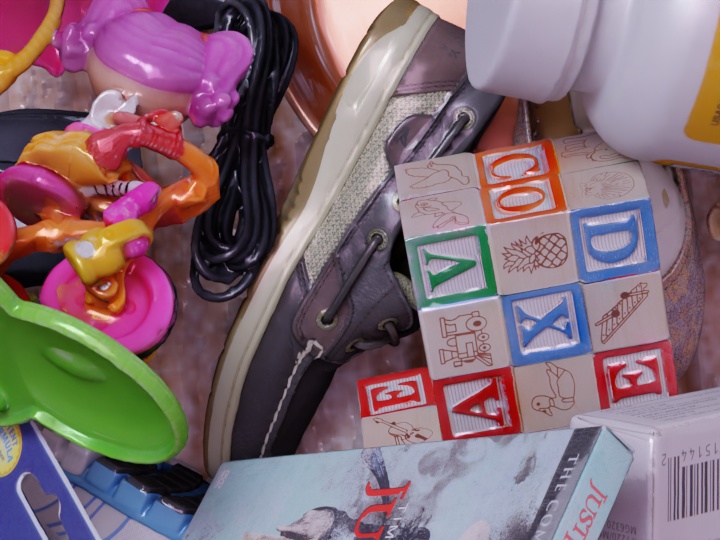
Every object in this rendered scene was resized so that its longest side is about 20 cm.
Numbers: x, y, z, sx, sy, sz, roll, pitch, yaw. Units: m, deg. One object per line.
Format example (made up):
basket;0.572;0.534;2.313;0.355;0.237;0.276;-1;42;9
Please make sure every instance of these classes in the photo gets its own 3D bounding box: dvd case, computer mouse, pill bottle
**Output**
dvd case;-0.010;0.120;0.964;0.022;0.200;0.146;44;59;-29
computer mouse;-0.119;-0.055;1.105;0.200;0.046;0.141;-3;59;26
pill bottle;0.141;-0.087;0.993;0.199;0.113;0.113;8;86;-9

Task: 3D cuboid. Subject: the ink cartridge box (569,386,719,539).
ink cartridge box;0.156;0.127;1.041;0.045;0.200;0.177;7;100;47

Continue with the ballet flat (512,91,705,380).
ballet flat;0.085;-0.052;1.078;0.068;0.067;0.201;-13;86;2

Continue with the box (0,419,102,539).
box;-0.152;0.151;1.035;0.200;0.032;0.121;-51;46;17

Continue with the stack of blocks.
stack of blocks;0.058;0.056;1.056;0.115;0.059;0.200;-10;119;2

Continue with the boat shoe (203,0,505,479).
boat shoe;0.000;-0.001;1.087;0.066;0.072;0.201;25;105;11

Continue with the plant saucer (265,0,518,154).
plant saucer;0.058;-0.116;1.134;0.200;0.032;0.201;0;87;3

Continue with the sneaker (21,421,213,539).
sneaker;-0.124;0.098;1.114;0.200;0.075;0.087;24;94;12

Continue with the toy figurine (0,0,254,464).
toy figurine;-0.107;-0.052;1.014;0.200;0.150;0.184;23;62;15

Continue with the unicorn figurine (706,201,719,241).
unicorn figurine;0.191;-0.080;1.101;0.137;0.074;0.201;-8;107;-32
